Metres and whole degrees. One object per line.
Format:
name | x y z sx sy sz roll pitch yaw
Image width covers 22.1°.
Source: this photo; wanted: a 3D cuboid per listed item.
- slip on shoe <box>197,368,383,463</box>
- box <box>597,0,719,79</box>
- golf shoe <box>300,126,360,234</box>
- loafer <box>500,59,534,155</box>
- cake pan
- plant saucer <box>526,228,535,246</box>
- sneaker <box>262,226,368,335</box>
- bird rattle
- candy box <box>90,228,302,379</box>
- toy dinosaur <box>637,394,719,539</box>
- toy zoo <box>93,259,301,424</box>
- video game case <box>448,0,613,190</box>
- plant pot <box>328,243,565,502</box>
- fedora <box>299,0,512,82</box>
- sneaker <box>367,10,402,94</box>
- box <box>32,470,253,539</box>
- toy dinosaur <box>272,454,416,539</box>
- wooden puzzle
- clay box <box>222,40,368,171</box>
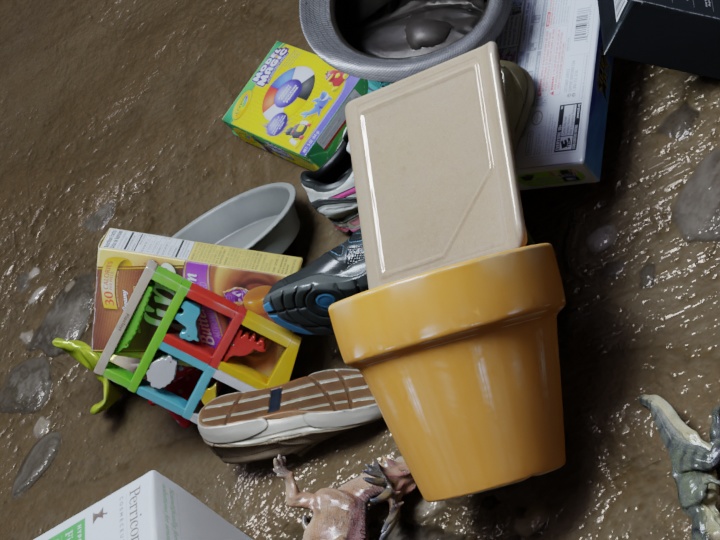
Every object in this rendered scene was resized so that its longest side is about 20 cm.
slip on shoe | -0.058 0.147 1.777 0.199 0.061 0.076 -12 30 13
box | 0.293 -0.281 1.711 0.079 0.140 0.201 111 163 -50
golf shoe | 0.030 -0.125 1.879 0.200 0.092 0.073 -41 40 8
loafer | 0.102 -0.104 1.675 0.076 0.067 0.201 1 70 33
cake pan | -0.146 -0.022 1.948 0.199 0.037 0.200 -28 20 11
plant saucer | 0.084 0.017 1.752 0.199 0.048 0.200 -38 42 14
sneaker | 0.000 0.000 1.759 0.199 0.073 0.082 -19 42 18
bird rattle | -0.219 0.077 1.951 0.199 0.113 0.163 -8 38 35
candy box | -0.163 0.034 1.833 0.199 0.117 0.057 9 24 3
toy dinosaur | 0.279 0.145 1.478 0.088 0.047 0.201 -41 37 21
toy zoo | -0.147 0.090 1.814 0.132 0.199 0.020 -61 6 23
video game case | 0.148 -0.172 1.755 0.180 0.045 0.201 -4 63 30
plant pot | 0.092 0.092 1.565 0.199 0.200 0.184 -18 86 32
fedora | 0.047 -0.238 1.757 0.199 0.090 0.178 -10 62 6
sneaker | 0.034 -0.163 1.818 0.077 0.080 0.201 -7 68 1
box | -0.180 0.330 1.633 0.171 0.200 0.200 -30 42 18
toy dinosaur | -0.018 0.242 1.649 0.135 0.086 0.201 2 67 36
wooden puzzle | 0.068 -0.086 1.643 0.199 0.037 0.186 -20 72 44
clay box | -0.073 -0.185 2.053 0.200 0.048 0.115 26 79 49
